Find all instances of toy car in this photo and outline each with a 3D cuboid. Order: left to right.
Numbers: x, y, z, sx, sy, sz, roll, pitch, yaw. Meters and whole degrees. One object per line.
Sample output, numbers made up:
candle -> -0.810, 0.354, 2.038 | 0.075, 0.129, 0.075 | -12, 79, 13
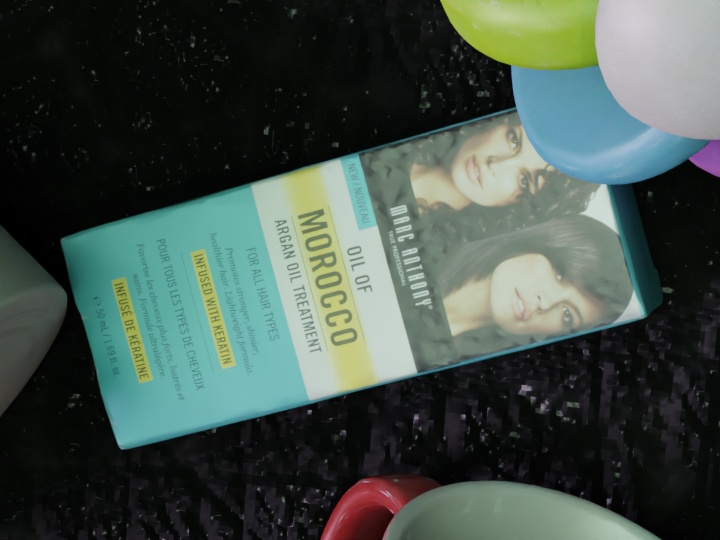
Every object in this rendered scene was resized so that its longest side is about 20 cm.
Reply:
toy car -> 0.119, -0.101, 0.682 | 0.199, 0.175, 0.151 | -30, 133, -15

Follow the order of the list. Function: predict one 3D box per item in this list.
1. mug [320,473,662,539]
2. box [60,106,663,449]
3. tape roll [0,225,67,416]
mug -> 0.037, 0.180, 0.750 | 0.133, 0.178, 0.201 | 17, 117, -9
box -> 0.000, 0.000, 0.774 | 0.199, 0.049, 0.083 | -15, 92, 16
tape roll -> -0.219, 0.031, 0.756 | 0.139, 0.203, 0.203 | 44, 104, 6
